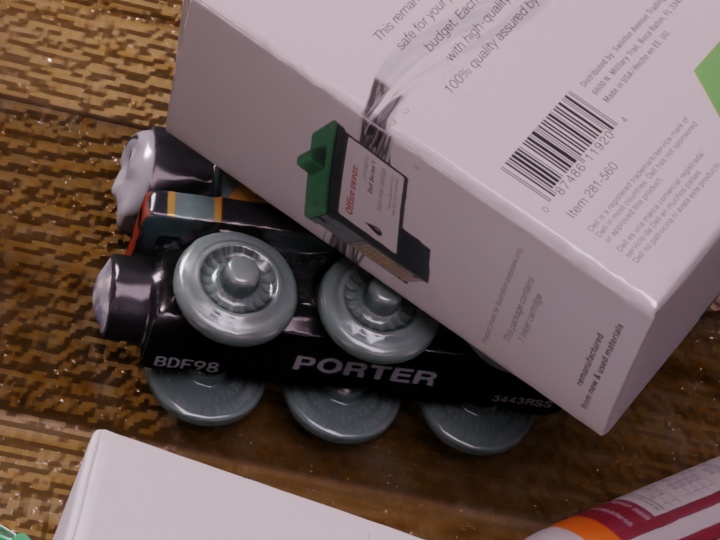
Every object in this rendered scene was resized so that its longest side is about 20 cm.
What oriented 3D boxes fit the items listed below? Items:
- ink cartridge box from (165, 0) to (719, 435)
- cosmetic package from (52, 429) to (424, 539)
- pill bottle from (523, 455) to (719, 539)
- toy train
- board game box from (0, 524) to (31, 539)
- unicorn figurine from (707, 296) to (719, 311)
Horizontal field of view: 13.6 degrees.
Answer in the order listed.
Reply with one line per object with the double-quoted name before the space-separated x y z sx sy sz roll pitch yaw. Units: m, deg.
"ink cartridge box" 0.051 -0.062 1.073 0.200 0.084 0.146 35 55 13
"cosmetic package" -0.026 0.184 0.953 0.199 0.168 0.167 20 23 -7
"pill bottle" 0.160 0.114 1.098 0.199 0.110 0.110 -20 75 -21
"toy train" 0.000 0.000 1.122 0.199 0.085 0.114 7 55 -11
"board game box" -0.238 0.126 1.031 0.199 0.026 0.200 31 64 -1
"unicorn figurine" 0.112 -0.075 1.180 0.137 0.074 0.201 -27 79 -20
